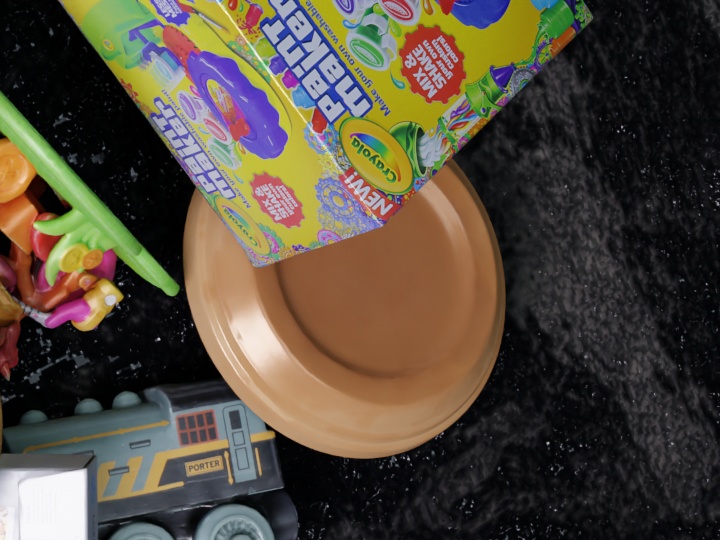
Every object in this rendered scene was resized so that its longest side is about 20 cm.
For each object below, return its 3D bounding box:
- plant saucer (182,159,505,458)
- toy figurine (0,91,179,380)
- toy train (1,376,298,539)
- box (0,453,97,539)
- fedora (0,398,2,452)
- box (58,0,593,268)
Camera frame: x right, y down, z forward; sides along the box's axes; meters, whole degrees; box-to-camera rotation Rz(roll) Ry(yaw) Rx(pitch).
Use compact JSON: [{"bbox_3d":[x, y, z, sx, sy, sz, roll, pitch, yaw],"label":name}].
[{"bbox_3d":[0.000,0.000,1.399,0.200,0.037,0.200,9,72,-31],"label":"plant saucer"},{"bbox_3d":[-0.213,0.009,1.298,0.184,0.150,0.200,-43,137,-2],"label":"toy figurine"},{"bbox_3d":[-0.130,0.122,1.360,0.200,0.085,0.114,-9,87,-24],"label":"toy train"},{"bbox_3d":[-0.230,0.169,1.282,0.200,0.041,0.156,0,96,2],"label":"box"},{"bbox_3d":[-0.261,0.077,1.182,0.200,0.082,0.201,-14,114,-35],"label":"fedora"},{"bbox_3d":[-0.023,-0.143,1.324,0.193,0.122,0.200,-46,106,-32],"label":"box"}]
